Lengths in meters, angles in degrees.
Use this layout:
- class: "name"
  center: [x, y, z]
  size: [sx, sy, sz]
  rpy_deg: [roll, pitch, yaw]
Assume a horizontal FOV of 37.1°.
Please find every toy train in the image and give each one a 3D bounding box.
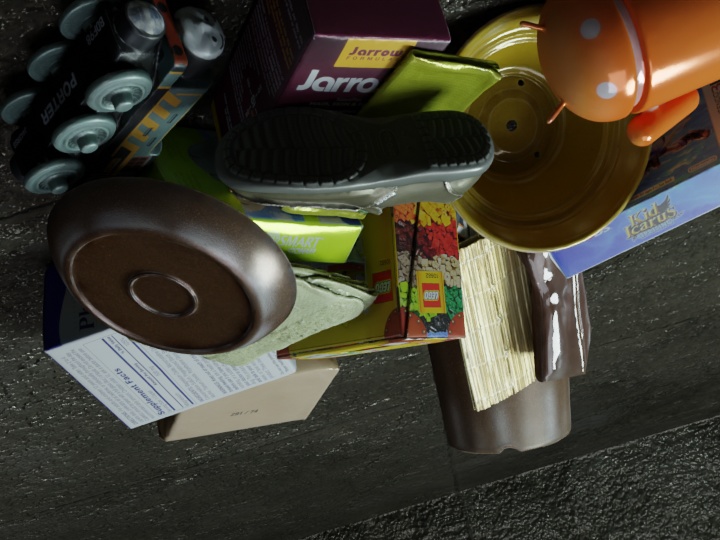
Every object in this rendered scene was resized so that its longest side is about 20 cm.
- class: "toy train"
  center: [-0.178, -0.123, 0.770]
  size: [0.113, 0.086, 0.199]
  rpy_deg: [-10, 159, -46]

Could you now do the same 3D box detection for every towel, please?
- class: "towel"
  center: [0.018, -0.096, 0.812]
  size: [0.085, 0.018, 0.200]
  rpy_deg: [-2, 153, -36]
- class: "towel"
  center: [-0.097, 0.038, 0.927]
  size: [0.198, 0.037, 0.147]
  rpy_deg: [-22, 154, 38]

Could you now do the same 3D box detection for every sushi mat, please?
- class: "sushi mat"
  center: [0.141, 0.048, 1.119]
  size: [0.095, 0.012, 0.203]
  rpy_deg: [-26, 121, -18]

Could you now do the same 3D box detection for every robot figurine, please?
- class: "robot figurine"
  center: [0.221, -0.184, 0.822]
  size: [0.197, 0.118, 0.145]
  rpy_deg: [-22, 151, -7]

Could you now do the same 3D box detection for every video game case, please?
- class: "video game case"
  center: [0.259, -0.105, 0.980]
  size: [0.198, 0.183, 0.046]
  rpy_deg: [-28, 121, 26]

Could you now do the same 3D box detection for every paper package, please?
- class: "paper package"
  center: [-0.148, 0.124, 1.328]
  size: [0.196, 0.105, 0.191]
  rpy_deg: [-6, 156, -21]

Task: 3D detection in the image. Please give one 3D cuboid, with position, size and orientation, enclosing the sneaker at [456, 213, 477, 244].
- class: "sneaker"
  center: [0.078, -0.059, 1.091]
  size: [0.078, 0.079, 0.201]
  rpy_deg: [-18, 147, -8]

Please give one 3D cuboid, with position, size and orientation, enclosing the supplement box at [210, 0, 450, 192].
- class: "supplement box"
  center: [-0.030, -0.146, 0.800]
  size: [0.109, 0.087, 0.200]
  rpy_deg: [-4, 155, -26]

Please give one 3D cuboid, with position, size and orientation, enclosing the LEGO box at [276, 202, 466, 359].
- class: "LEGO box"
  center: [0.000, 0.000, 1.006]
  size: [0.076, 0.152, 0.198]
  rpy_deg: [2, 171, -38]

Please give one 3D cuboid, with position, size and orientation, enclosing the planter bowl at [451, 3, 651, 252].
- class: "planter bowl"
  center: [0.142, -0.122, 0.918]
  size: [0.197, 0.204, 0.083]
  rpy_deg: [-11, -168, -13]

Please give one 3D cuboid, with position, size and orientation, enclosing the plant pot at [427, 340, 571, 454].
- class: "plant pot"
  center: [0.164, 0.098, 1.263]
  size: [0.196, 0.202, 0.200]
  rpy_deg: [-8, -174, 1]

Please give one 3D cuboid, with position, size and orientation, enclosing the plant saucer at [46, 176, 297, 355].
- class: "plant saucer"
  center: [-0.147, 0.008, 0.814]
  size: [0.196, 0.032, 0.202]
  rpy_deg: [8, 142, 6]

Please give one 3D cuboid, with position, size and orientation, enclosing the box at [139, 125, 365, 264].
- class: "box"
  center: [-0.090, -0.062, 0.901]
  size: [0.197, 0.123, 0.048]
  rpy_deg: [2, 130, -39]

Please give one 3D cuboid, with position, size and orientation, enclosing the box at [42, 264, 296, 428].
- class: "box"
  center: [-0.189, 0.051, 1.082]
  size: [0.197, 0.106, 0.185]
  rpy_deg: [-19, 144, 7]

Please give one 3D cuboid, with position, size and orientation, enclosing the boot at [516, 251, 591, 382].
- class: "boot"
  center: [0.228, -0.001, 1.134]
  size: [0.064, 0.203, 0.186]
  rpy_deg: [12, -142, 45]

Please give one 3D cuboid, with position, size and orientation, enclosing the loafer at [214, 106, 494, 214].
- class: "loafer"
  center: [-0.005, -0.067, 0.759]
  size: [0.196, 0.076, 0.070]
  rpy_deg: [-1, 145, -9]
